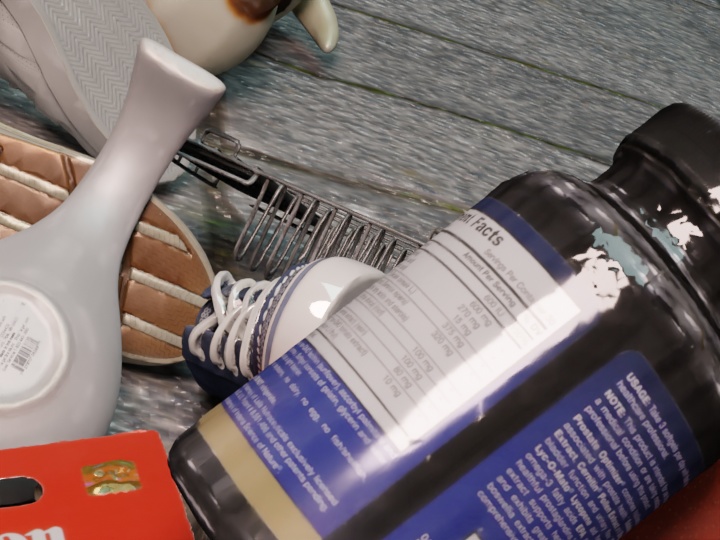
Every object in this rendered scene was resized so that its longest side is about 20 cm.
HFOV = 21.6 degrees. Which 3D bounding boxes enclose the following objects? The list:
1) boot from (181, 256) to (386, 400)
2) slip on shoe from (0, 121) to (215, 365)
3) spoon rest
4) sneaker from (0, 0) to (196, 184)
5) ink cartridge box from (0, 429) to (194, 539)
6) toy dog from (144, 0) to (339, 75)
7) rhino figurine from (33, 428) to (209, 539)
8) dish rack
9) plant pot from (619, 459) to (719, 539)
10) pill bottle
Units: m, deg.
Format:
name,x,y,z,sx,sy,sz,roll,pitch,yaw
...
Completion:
name,x,y,z,sx,sy,sz,roll,pitch,yaw
boot,-0.035,0.032,0.735,0.090,0.073,0.200,26,-15,14
slip on shoe,-0.152,-0.022,0.820,0.199,0.076,0.061,25,-5,-4
spoon rest,-0.119,0.003,0.742,0.099,0.061,0.200,31,63,-2
sneaker,-0.175,-0.118,0.951,0.200,0.115,0.074,54,47,-19
ink cartridge box,-0.117,0.109,0.585,0.162,0.057,0.200,-5,41,-17
toy dog,-0.096,-0.176,1.087,0.194,0.139,0.200,57,18,-20
rhino figurine,-0.023,0.108,0.693,0.199,0.060,0.088,15,29,-5
dish rack,0.000,0.000,0.855,0.199,0.055,0.153,25,-4,14
plant pot,0.166,0.090,0.682,0.201,0.195,0.201,48,27,-35
pill bottle,0.048,0.040,0.596,0.112,0.200,0.112,52,-5,6
